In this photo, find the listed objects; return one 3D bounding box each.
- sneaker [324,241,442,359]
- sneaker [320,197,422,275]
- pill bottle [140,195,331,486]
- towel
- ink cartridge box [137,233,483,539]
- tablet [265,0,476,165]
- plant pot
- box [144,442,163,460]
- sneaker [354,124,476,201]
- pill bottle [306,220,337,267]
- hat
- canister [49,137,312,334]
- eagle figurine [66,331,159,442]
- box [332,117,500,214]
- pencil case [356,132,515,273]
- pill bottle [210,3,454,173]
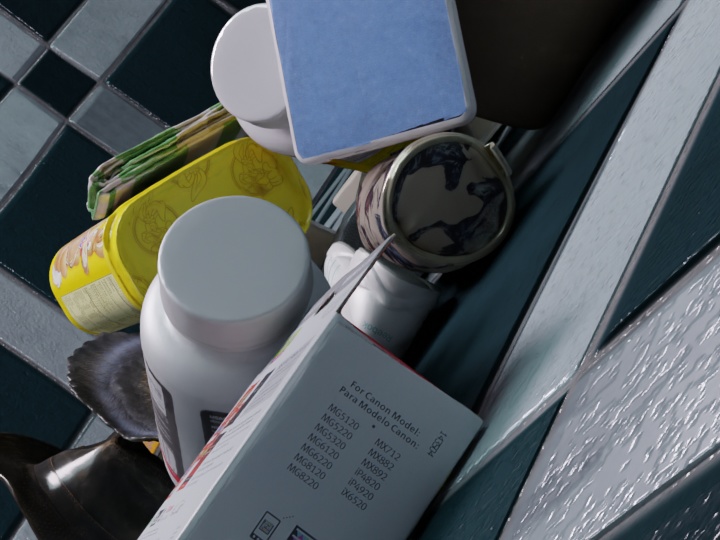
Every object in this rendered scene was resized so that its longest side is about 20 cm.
[{"bbox_3d":[0.000,0.030,1.206,0.081,0.070,0.200,-64,3,0],"label":"sneaker"},{"bbox_3d":[0.000,0.000,1.369,0.201,0.073,0.071,-56,12,11],"label":"sneaker"},{"bbox_3d":[-0.066,0.050,1.077,0.111,0.110,0.201,-57,-17,-30],"label":"pill bottle"},{"bbox_3d":[-0.119,-0.102,1.442,0.199,0.023,0.153,-32,-1,-11],"label":"towel"},{"bbox_3d":[-0.023,0.092,0.883,0.176,0.084,0.200,-55,4,-16],"label":"ink cartridge box"},{"bbox_3d":[-0.003,-0.176,1.178,0.129,0.202,0.014,-13,-4,29],"label":"tablet"},{"bbox_3d":[0.093,-0.191,1.233,0.200,0.199,0.176,-76,5,-78],"label":"plant pot"},{"bbox_3d":[-0.159,0.179,1.544,0.200,0.041,0.120,-62,-36,-69],"label":"box"},{"bbox_3d":[0.043,-0.065,1.434,0.078,0.079,0.202,-30,-47,-70],"label":"sneaker"},{"bbox_3d":[-0.079,0.053,1.505,0.111,0.110,0.201,-115,49,-85],"label":"pill bottle"},{"bbox_3d":[-0.168,0.158,1.336,0.081,0.201,0.201,-43,6,6],"label":"hat"},{"bbox_3d":[-0.137,-0.019,1.383,0.148,0.087,0.200,-33,6,-24],"label":"canister"},{"bbox_3d":[-0.100,0.097,1.316,0.150,0.153,0.199,-20,1,-38],"label":"eagle figurine"},{"bbox_3d":[0.052,-0.099,1.565,0.082,0.068,0.200,-51,1,-28],"label":"box"},{"bbox_3d":[0.045,-0.043,1.176,0.089,0.078,0.200,-46,4,-3],"label":"pencil case"},{"bbox_3d":[-0.018,-0.127,1.310,0.110,0.109,0.200,-54,-25,15],"label":"pill bottle"}]
